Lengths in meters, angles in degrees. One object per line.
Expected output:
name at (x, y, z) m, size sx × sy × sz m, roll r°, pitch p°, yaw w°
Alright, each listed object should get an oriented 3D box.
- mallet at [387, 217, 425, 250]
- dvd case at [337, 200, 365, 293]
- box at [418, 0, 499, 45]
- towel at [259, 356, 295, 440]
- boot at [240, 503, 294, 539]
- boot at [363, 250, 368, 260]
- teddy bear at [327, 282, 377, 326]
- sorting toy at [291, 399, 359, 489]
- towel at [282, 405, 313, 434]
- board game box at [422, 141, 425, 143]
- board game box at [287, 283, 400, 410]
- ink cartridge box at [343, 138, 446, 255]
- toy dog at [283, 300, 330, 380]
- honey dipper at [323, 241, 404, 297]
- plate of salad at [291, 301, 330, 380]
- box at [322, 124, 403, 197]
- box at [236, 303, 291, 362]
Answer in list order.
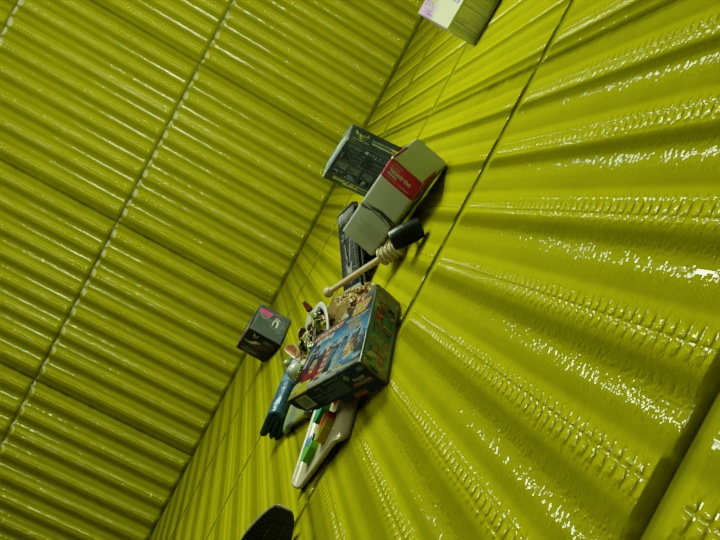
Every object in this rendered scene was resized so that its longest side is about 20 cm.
mallet at (0.095, -0.081, 1.493) m, size 0.065 × 0.041 × 0.200 m, roll -24°, pitch 6°, yaw 12°
dvd case at (-0.021, -0.042, 1.763) m, size 0.149 × 0.016 × 0.202 m, roll 147°, pitch 119°, yaw -71°
box at (0.263, -0.693, 1.947) m, size 0.201 × 0.096 × 0.176 m, roll -59°, pitch 34°, yaw 15°
towel at (-0.174, 0.291, 1.820) m, size 0.201 × 0.048 × 0.112 m, roll -70°, pitch 3°, yaw -48°
boot at (-0.172, 0.461, 1.288) m, size 0.201 × 0.077 × 0.138 m, roll -61°, pitch 5°, yaw 1°
boot at (0.003, -0.045, 1.827) m, size 0.200 × 0.072 × 0.091 m, roll -146°, pitch 71°, yaw -83°
teddy bear at (-0.006, 0.089, 1.504) m, size 0.200 × 0.066 × 0.146 m, roll -29°, pitch 45°, yaw 64°
sorting toy at (-0.058, 0.258, 1.347) m, size 0.200 × 0.036 × 0.186 m, roll -53°, pitch 13°, yaw 42°
towel at (-0.114, 0.269, 1.667) m, size 0.200 × 0.023 × 0.145 m, roll -48°, pitch 17°, yaw 58°
board game box at (0.097, -0.214, 1.896) m, size 0.201 × 0.023 × 0.105 m, roll -66°, pitch 12°, yaw -22°
board game box at (-0.012, 0.127, 1.296) m, size 0.199 × 0.062 × 0.201 m, roll -33°, pitch 23°, yaw 43°
ink cartridge box at (0.066, -0.146, 1.551) m, size 0.200 × 0.083 × 0.145 m, roll -53°, pitch -4°, yaw 33°
toy dog at (-0.124, 0.145, 1.779) m, size 0.132 × 0.096 × 0.200 m, roll -50°, pitch 7°, yaw 37°
honey dipper at (0.000, 0.000, 1.544) m, size 0.199 × 0.038 × 0.038 m, roll -31°, pitch 23°, yaw 27°
plate of salad at (-0.100, 0.162, 1.560) m, size 0.200 × 0.048 × 0.202 m, roll -172°, pitch 90°, yaw -75°
box at (0.035, -0.216, 1.686) m, size 0.158 × 0.198 × 0.051 m, roll -49°, pitch 21°, yaw 56°
box at (-0.335, 0.218, 2.686) m, size 0.200 × 0.121 × 0.107 m, roll -46°, pitch 17°, yaw 57°
